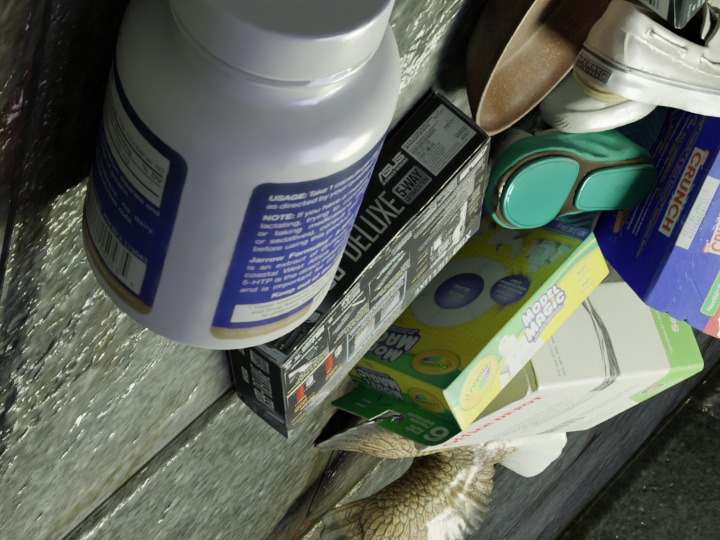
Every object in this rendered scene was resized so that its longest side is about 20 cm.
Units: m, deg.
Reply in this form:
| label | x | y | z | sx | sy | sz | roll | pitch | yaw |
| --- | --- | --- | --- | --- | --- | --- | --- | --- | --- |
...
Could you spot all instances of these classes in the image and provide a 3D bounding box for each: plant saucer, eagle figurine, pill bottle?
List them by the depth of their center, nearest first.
| label | x | y | z | sx | sy | sz | roll | pitch | yaw |
| --- | --- | --- | --- | --- | --- | --- | --- | --- | --- |
| pill bottle | -0.048 | -0.068 | 0.978 | 0.120 | 0.120 | 0.200 | -42 | 165 | -34 |
| plant saucer | 0.124 | -0.175 | 1.451 | 0.200 | 0.037 | 0.201 | -47 | 166 | -15 |
| eagle figurine | 0.055 | 0.152 | 1.910 | 0.151 | 0.152 | 0.200 | -35 | -174 | 43 |

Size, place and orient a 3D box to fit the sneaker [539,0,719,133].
| label | x | y | z | sx | sy | sz | roll | pitch | yaw |
| --- | --- | --- | --- | --- | --- | --- | --- | --- | --- |
| sneaker | 0.206 | -0.172 | 1.697 | 0.199 | 0.075 | 0.089 | -29 | 125 | -25 |

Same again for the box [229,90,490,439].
| label | x | y | z | sx | sy | sz | roll | pitch | yaw |
| --- | --- | --- | --- | --- | --- | --- | --- | --- | --- |
| box | 0.000 | 0.000 | 1.473 | 0.200 | 0.050 | 0.158 | -48 | 167 | -14 |

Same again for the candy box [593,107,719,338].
| label | x | y | z | sx | sy | sz | roll | pitch | yaw |
| --- | --- | --- | --- | --- | --- | --- | --- | --- | --- |
| candy box | 0.251 | -0.068 | 1.772 | 0.170 | 0.077 | 0.200 | -64 | -164 | 14 |

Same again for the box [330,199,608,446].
| label | x | y | z | sx | sy | sz | roll | pitch | yaw |
| --- | --- | --- | --- | --- | --- | --- | --- | --- | --- |
| box | 0.072 | 0.037 | 1.674 | 0.200 | 0.117 | 0.049 | -47 | 132 | -23 |

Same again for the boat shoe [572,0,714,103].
| label | x | y | z | sx | sy | sz | roll | pitch | yaw |
| --- | --- | --- | --- | --- | --- | --- | --- | --- | --- |
| boat shoe | 0.217 | -0.204 | 1.634 | 0.200 | 0.071 | 0.065 | -50 | 155 | -16 |

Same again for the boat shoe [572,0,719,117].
| label | x | y | z | sx | sy | sz | roll | pitch | yaw |
| --- | --- | --- | --- | --- | --- | --- | --- | --- | --- |
| boat shoe | 0.220 | -0.150 | 1.561 | 0.199 | 0.071 | 0.070 | 4 | 116 | -48 |

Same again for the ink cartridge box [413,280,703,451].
| label | x | y | z | sx | sy | sz | roll | pitch | yaw |
| --- | --- | --- | --- | --- | --- | --- | --- | --- | --- |
| ink cartridge box | 0.145 | 0.073 | 1.819 | 0.199 | 0.085 | 0.145 | -3 | 160 | -43 |

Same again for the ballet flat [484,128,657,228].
| label | x | y | z | sx | sy | sz | roll | pitch | yaw |
| --- | --- | --- | --- | --- | --- | --- | --- | --- | --- |
| ballet flat | 0.135 | -0.072 | 1.672 | 0.199 | 0.070 | 0.068 | -7 | 127 | -50 |

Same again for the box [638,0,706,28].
| label | x | y | z | sx | sy | sz | roll | pitch | yaw |
| --- | --- | --- | --- | --- | --- | --- | --- | --- | --- |
| box | 0.193 | -0.256 | 1.277 | 0.200 | 0.122 | 0.106 | -48 | 166 | -10 |

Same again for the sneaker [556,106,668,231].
| label | x | y | z | sx | sy | sz | roll | pitch | yaw |
| --- | --- | --- | --- | --- | --- | --- | --- | --- | --- |
| sneaker | 0.169 | -0.085 | 1.792 | 0.201 | 0.076 | 0.081 | -60 | -170 | 14 |
